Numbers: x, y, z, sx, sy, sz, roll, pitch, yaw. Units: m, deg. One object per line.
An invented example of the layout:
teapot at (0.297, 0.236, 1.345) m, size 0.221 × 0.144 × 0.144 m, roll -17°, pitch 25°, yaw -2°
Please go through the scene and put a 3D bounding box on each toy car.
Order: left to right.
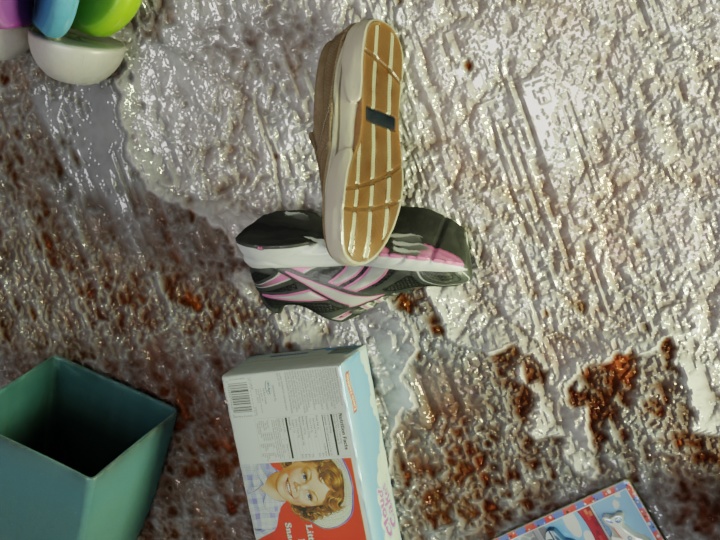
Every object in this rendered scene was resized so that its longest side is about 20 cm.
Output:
toy car at (-0.283, -0.253, 1.054) m, size 0.199 × 0.150 × 0.176 m, roll 18°, pitch 108°, yaw 17°

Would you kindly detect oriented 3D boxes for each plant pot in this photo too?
plant pot at (-0.275, 0.214, 1.168) m, size 0.141 × 0.141 × 0.201 m, roll 21°, pitch 116°, yaw 17°

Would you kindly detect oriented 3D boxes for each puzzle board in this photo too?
puzzle board at (0.208, 0.289, 1.052) m, size 0.150 × 0.017 × 0.201 m, roll -31°, pitch 89°, yaw 25°

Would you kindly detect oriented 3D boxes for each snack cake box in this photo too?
snack cake box at (-0.038, 0.172, 1.097) m, size 0.114 × 0.067 × 0.201 m, roll -7°, pitch 99°, yaw 21°

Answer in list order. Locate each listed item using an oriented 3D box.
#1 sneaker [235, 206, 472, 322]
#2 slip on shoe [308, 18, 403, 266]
sneaker at (0.000, 0.000, 1.050) m, size 0.199 × 0.080 × 0.087 m, roll 4°, pitch 124°, yaw 22°
slip on shoe at (-0.010, -0.099, 0.996) m, size 0.060 × 0.076 × 0.201 m, roll -7°, pitch 75°, yaw 38°
